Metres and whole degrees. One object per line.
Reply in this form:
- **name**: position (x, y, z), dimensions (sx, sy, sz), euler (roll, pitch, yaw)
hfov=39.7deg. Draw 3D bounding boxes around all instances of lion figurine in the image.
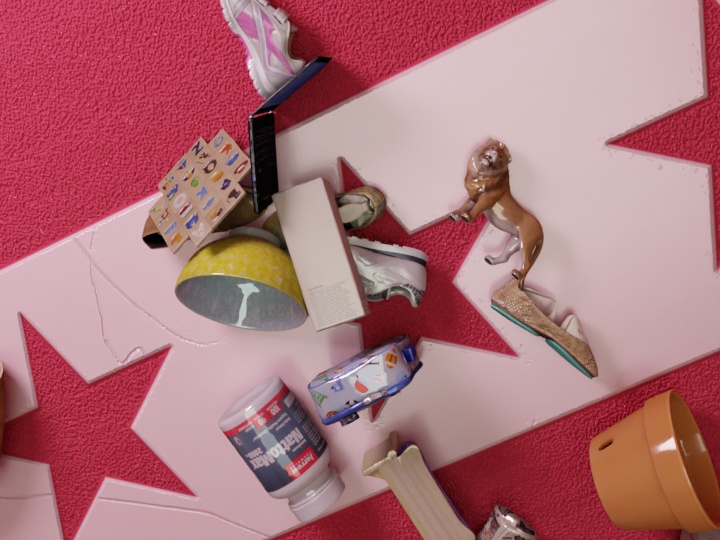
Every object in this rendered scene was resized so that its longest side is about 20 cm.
- **lion figurine**: position (0.210, -0.082, 1.441), dimensions (0.122, 0.072, 0.201), euler (-43, 104, -17)

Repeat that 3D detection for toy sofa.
- **toy sofa**: position (0.092, 0.349, 1.533), dimensions (0.097, 0.083, 0.201), euler (-32, 97, 9)

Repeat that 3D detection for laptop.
- **laptop**: position (-0.092, -0.192, 1.389), dimensions (0.102, 0.177, 0.203), euler (-2, 101, 6)

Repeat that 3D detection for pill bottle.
- **pill bottle**: position (-0.114, 0.275, 1.517), dimensions (0.119, 0.120, 0.201), euler (-34, 97, 11)

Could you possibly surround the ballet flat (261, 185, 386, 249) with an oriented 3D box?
- **ballet flat**: position (-0.058, -0.076, 1.467), dimensions (0.197, 0.071, 0.072), euler (-16, 100, 8)

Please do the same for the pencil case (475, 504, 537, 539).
- **pencil case**: position (0.188, 0.453, 1.543), dimensions (0.078, 0.089, 0.201), euler (41, 103, 20)

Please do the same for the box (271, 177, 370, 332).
- **box**: position (-0.054, -0.022, 1.400), dimensions (0.081, 0.068, 0.203), euler (-17, 88, 8)

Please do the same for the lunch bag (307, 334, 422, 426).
- **lunch bag**: position (0.014, 0.155, 1.440), dimensions (0.159, 0.200, 0.076), euler (-26, 90, 10)

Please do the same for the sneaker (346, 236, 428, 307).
- **sneaker**: position (0.000, 0.000, 1.459), dimensions (0.197, 0.076, 0.082), euler (8, 77, 3)

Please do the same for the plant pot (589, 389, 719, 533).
- **plant pot**: position (0.424, 0.292, 1.450), dimensions (0.139, 0.200, 0.202), euler (-23, 99, 26)

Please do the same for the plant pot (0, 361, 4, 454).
- **plant pot**: position (-0.630, 0.255, 1.538), dimensions (0.183, 0.187, 0.203), euler (0, 115, 5)

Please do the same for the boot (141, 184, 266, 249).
- **boot**: position (-0.229, -0.070, 1.455), dimensions (0.197, 0.076, 0.074), euler (-11, 123, 20)

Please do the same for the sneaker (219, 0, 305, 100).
- **sneaker**: position (-0.137, -0.349, 1.416), dimensions (0.087, 0.082, 0.202), euler (-21, 107, 7)

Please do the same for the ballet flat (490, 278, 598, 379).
- **ballet flat**: position (0.285, 0.081, 1.473), dimensions (0.199, 0.070, 0.066), euler (36, 88, -7)

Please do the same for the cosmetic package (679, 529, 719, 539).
- **cosmetic package**: position (0.577, 0.465, 1.457), dimensions (0.197, 0.168, 0.169), euler (5, 118, 3)

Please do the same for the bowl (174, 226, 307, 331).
- **bowl**: position (-0.163, 0.002, 1.454), dimensions (0.197, 0.201, 0.109), euler (9, 66, 3)

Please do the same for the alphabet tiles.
- **alphabet tiles**: position (-0.229, -0.115, 1.416), dimensions (0.167, 0.200, 0.006), euler (-47, 129, 4)
